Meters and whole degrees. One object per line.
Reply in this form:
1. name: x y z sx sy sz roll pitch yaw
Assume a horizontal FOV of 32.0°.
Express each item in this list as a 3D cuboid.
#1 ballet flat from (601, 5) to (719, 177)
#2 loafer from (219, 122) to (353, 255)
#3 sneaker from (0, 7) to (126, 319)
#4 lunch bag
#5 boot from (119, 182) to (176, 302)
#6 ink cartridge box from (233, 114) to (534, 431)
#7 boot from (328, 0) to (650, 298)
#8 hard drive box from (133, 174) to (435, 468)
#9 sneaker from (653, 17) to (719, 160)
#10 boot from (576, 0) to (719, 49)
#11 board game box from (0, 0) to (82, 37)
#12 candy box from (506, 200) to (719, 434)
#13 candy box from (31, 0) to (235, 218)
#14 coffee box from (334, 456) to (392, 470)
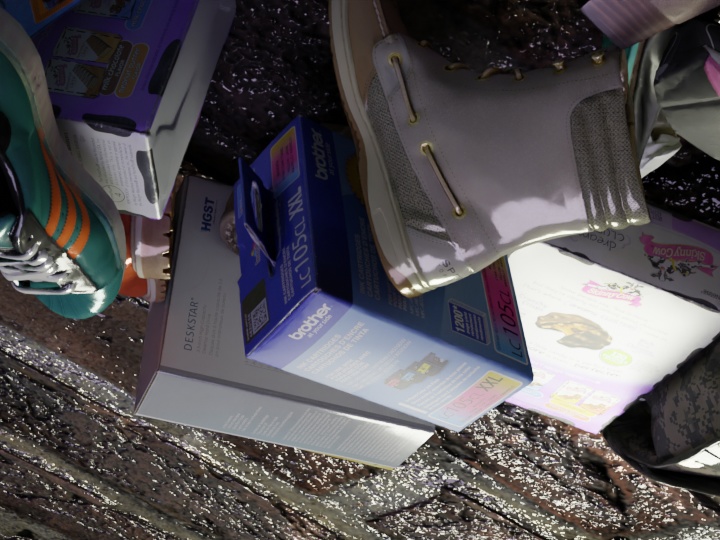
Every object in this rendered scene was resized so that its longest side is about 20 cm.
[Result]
1. ballet flat: 0.161 -0.096 0.730 0.067 0.069 0.201 -3 143 -15
2. loafer: -0.002 -0.067 0.833 0.197 0.069 0.076 -14 142 9
3. sneaker: -0.171 -0.029 0.601 0.070 0.081 0.201 2 142 15
4. lunch bag: 0.293 0.110 0.930 0.162 0.119 0.200 11 153 -15
5. boot: -0.167 -0.024 0.780 0.105 0.076 0.200 1 172 -7
6. ink cartridge box: 0.000 0.000 0.749 0.198 0.138 0.076 22 133 -32
7. boot: 0.068 -0.101 0.684 0.153 0.203 0.072 -17 167 19
8. hard drive box: -0.048 0.037 0.889 0.197 0.158 0.077 15 147 -16
9. sneaker: 0.244 -0.096 0.694 0.198 0.087 0.080 25 170 -33
10. boot: 0.129 -0.200 0.584 0.199 0.071 0.146 32 119 -30
11. board game box: -0.152 -0.195 0.594 0.036 0.200 0.152 33 153 25
12. candy box: 0.148 0.024 0.903 0.166 0.072 0.200 21 145 -11
13. candy box: -0.186 -0.129 0.699 0.197 0.169 0.072 9 144 6
14. coffee box: -0.010 0.101 1.084 0.121 0.044 0.201 13 145 -1
